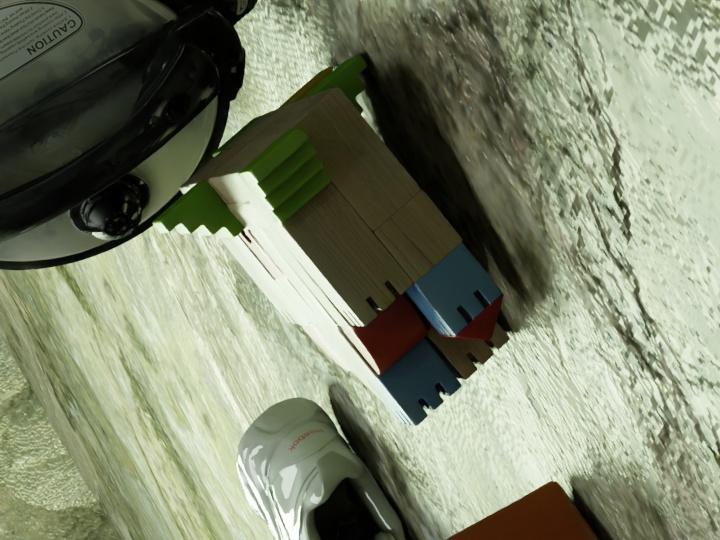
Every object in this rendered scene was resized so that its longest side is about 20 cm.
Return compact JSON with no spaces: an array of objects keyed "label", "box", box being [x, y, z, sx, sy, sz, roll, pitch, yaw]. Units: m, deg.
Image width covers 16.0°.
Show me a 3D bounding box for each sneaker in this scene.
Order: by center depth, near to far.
[{"label":"sneaker","box":[-0.006,0.174,1.455,0.099,0.078,0.201,34,153,55]}]

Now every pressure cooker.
[{"label":"pressure cooker","box":[-0.147,-0.100,1.127,0.176,0.178,0.201,-63,36,34]}]

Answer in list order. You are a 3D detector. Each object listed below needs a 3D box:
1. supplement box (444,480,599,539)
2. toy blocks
[{"label":"supplement box","box":[0.081,0.175,1.114,0.067,0.069,0.200,56,170,33]},{"label":"toy blocks","box":[0.000,0.000,1.027,0.137,0.100,0.200,50,170,-7]}]
